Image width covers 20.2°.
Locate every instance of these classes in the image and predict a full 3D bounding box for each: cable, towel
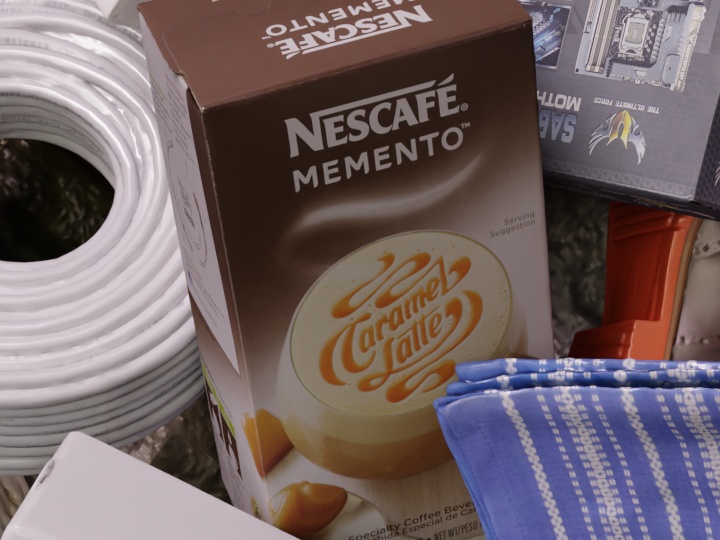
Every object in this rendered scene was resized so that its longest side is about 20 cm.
[{"bbox_3d":[-0.129,-0.025,0.776,0.199,0.069,0.201,-15,65,-16],"label":"cable"},{"bbox_3d":[0.127,0.093,0.649,0.199,0.024,0.146,-2,121,34],"label":"towel"}]

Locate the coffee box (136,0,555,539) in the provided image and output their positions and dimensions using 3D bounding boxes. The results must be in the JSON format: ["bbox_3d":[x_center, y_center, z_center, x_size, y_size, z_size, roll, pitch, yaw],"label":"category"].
[{"bbox_3d":[0.000,0.000,0.697,0.114,0.080,0.201,-16,125,-12],"label":"coffee box"}]

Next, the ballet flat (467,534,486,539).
[{"bbox_3d":[0.105,0.133,0.749,0.199,0.069,0.070,31,96,18],"label":"ballet flat"}]

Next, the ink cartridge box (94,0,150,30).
[{"bbox_3d":[-0.083,-0.173,0.787,0.067,0.117,0.200,-51,54,25],"label":"ink cartridge box"}]

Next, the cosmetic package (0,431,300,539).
[{"bbox_3d":[-0.027,0.137,0.652,0.199,0.102,0.074,25,102,-1],"label":"cosmetic package"}]

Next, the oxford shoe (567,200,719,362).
[{"bbox_3d":[0.133,-0.005,0.760,0.072,0.071,0.201,21,85,-16],"label":"oxford shoe"}]

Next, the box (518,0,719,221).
[{"bbox_3d":[0.075,-0.112,0.745,0.199,0.051,0.159,14,89,45],"label":"box"}]

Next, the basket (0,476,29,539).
[{"bbox_3d":[-0.198,0.138,0.819,0.135,0.123,0.201,-36,75,13],"label":"basket"}]
